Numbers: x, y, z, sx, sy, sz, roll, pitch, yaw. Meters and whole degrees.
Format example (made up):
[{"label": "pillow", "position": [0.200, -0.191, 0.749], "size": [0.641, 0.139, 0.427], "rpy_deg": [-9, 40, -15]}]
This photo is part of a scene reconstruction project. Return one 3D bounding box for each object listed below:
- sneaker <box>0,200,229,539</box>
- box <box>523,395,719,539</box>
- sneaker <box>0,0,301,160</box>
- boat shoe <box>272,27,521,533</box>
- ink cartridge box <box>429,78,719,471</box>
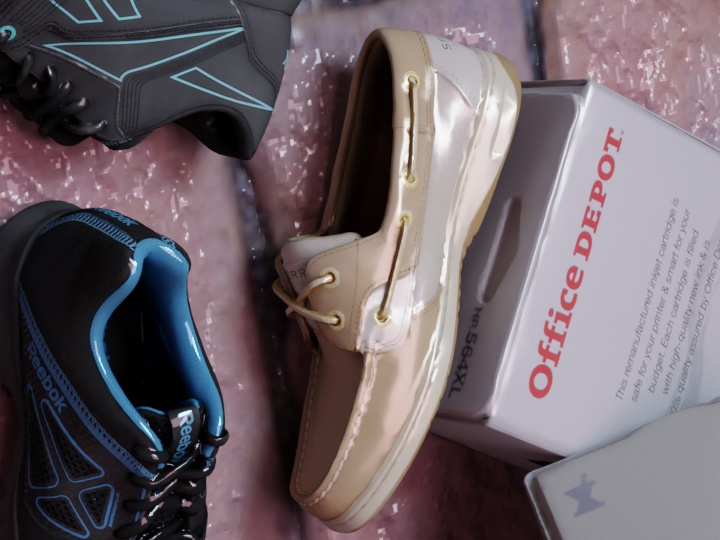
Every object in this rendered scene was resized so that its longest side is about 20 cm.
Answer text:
[{"label": "sneaker", "position": [-0.086, 0.076, 0.837], "size": [0.073, 0.082, 0.200], "rpy_deg": [-20, 106, -38]}, {"label": "box", "position": [0.160, 0.155, 0.951], "size": [0.128, 0.109, 0.200], "rpy_deg": [-22, 136, 1]}, {"label": "sneaker", "position": [-0.102, -0.084, 0.821], "size": [0.200, 0.075, 0.079], "rpy_deg": [4, 92, -38]}, {"label": "boat shoe", "position": [0.000, 0.000, 0.916], "size": [0.069, 0.074, 0.200], "rpy_deg": [21, 78, -25]}, {"label": "ink cartridge box", "position": [0.116, 0.021, 0.993], "size": [0.200, 0.084, 0.146], "rpy_deg": [24, 78, -36]}]
